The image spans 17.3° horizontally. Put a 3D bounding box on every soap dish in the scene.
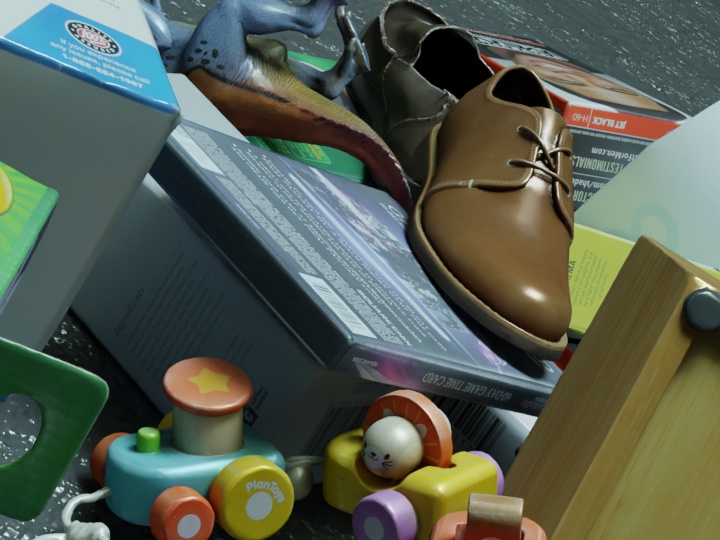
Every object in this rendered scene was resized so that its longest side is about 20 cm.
[{"bbox_3d":[0.130,0.108,0.897,0.157,0.201,0.081,31,-12,-4],"label":"soap dish"}]

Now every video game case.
[{"bbox_3d":[0.000,0.000,0.957,0.143,0.019,0.200,47,14,28],"label":"video game case"}]

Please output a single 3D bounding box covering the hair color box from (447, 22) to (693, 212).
[{"bbox_3d":[0.099,-0.086,1.323,0.101,0.062,0.200,8,16,-30],"label":"hair color box"}]

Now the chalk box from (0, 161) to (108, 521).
[{"bbox_3d":[-0.181,0.017,0.753,0.199,0.125,0.124,30,23,-6],"label":"chalk box"}]

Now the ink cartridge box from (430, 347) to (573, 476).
[{"bbox_3d":[0.115,0.076,1.128,0.162,0.057,0.200,41,29,18],"label":"ink cartridge box"}]

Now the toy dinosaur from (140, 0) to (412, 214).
[{"bbox_3d":[-0.092,-0.100,1.100,0.105,0.180,0.201,67,5,-59],"label":"toy dinosaur"}]

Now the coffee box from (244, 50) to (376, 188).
[{"bbox_3d":[-0.026,-0.065,1.223,0.199,0.044,0.123,7,35,-46],"label":"coffee box"}]

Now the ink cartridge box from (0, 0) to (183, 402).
[{"bbox_3d":[-0.181,-0.080,0.917,0.146,0.145,0.200,20,26,-28],"label":"ink cartridge box"}]

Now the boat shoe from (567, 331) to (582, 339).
[{"bbox_3d":[0.163,0.001,1.313,0.074,0.066,0.199,45,26,27],"label":"boat shoe"}]

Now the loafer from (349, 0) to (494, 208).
[{"bbox_3d":[0.044,-0.094,1.222,0.073,0.071,0.200,25,25,-20],"label":"loafer"}]

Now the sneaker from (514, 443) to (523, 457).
[{"bbox_3d":[0.119,0.150,0.974,0.076,0.115,0.201,116,-47,-73],"label":"sneaker"}]

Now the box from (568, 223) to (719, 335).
[{"bbox_3d":[0.139,0.017,1.124,0.199,0.050,0.075,19,-2,24],"label":"box"}]

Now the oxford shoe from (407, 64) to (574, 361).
[{"bbox_3d":[0.065,-0.033,1.034,0.071,0.071,0.200,28,25,-20],"label":"oxford shoe"}]

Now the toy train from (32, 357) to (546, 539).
[{"bbox_3d":[-0.014,0.077,0.836,0.198,0.056,0.150,7,17,10],"label":"toy train"}]

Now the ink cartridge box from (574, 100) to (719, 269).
[{"bbox_3d":[0.211,-0.015,1.148,0.047,0.200,0.161,-9,61,-53],"label":"ink cartridge box"}]

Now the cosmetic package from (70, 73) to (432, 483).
[{"bbox_3d":[-0.065,0.000,1.009,0.200,0.071,0.101,45,26,27],"label":"cosmetic package"}]
